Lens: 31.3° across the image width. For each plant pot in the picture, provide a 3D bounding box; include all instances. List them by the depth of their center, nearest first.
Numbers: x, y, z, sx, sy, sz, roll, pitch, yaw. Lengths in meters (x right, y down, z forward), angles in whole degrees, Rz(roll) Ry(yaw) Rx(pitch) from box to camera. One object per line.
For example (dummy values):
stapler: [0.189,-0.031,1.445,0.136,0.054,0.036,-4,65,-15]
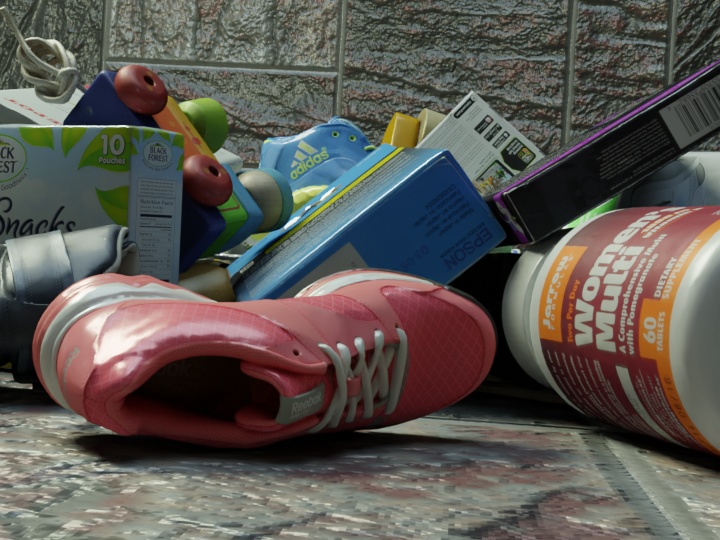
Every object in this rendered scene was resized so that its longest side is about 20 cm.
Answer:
plant pot: [-0.171,0.020,0.896,0.200,0.028,0.200,-9,8,1]

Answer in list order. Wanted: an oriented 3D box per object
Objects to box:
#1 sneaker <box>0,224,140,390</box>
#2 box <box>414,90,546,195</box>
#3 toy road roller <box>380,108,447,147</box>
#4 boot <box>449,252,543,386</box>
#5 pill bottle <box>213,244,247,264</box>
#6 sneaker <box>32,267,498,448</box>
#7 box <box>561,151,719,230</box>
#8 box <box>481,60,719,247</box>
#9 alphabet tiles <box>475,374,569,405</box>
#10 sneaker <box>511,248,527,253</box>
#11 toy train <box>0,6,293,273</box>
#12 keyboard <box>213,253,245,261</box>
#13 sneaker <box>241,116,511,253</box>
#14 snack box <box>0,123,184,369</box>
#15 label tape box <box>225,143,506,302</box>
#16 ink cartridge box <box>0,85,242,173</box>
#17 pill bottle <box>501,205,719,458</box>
sneaker: [-0.193,0.013,0.679,0.146,0.077,0.202,-9,14,-19]
box: [0.064,-0.040,0.998,0.110,0.200,0.035,42,-27,4]
toy road roller: [0.057,-0.022,1.098,0.123,0.200,0.146,18,-33,-9]
boot: [0.136,0.043,0.821,0.200,0.078,0.138,11,-6,8]
pill bottle: [-0.062,-0.013,1.084,0.112,0.112,0.200,3,-13,-12]
sneaker: [-0.026,0.046,0.518,0.200,0.074,0.087,-1,16,-24]
box: [0.260,0.002,0.888,0.176,0.097,0.200,5,-22,36]
box: [0.135,-0.062,0.753,0.143,0.036,0.200,-31,3,-3]
alphabet tiles: [0.158,0.075,0.818,0.200,0.006,0.166,3,1,-45]
sneaker: [0.095,0.028,0.934,0.078,0.089,0.200,4,3,35]
toy train: [-0.131,-0.095,0.811,0.085,0.200,0.116,-44,-15,29]
keyboard: [0.000,0.000,0.875,0.200,0.011,0.056,5,-5,20]
sneaker: [0.009,-0.056,0.898,0.200,0.105,0.076,6,-3,12]
snack box: [-0.197,-0.014,0.758,0.200,0.142,0.053,4,1,32]
label tape box: [-0.005,-0.009,0.782,0.144,0.063,0.200,-38,10,-2]
ink cartridge box: [-0.192,-0.069,0.941,0.146,0.083,0.200,27,14,7]
pill bottle: [0.146,0.024,0.600,0.109,0.110,0.200,3,1,-18]
